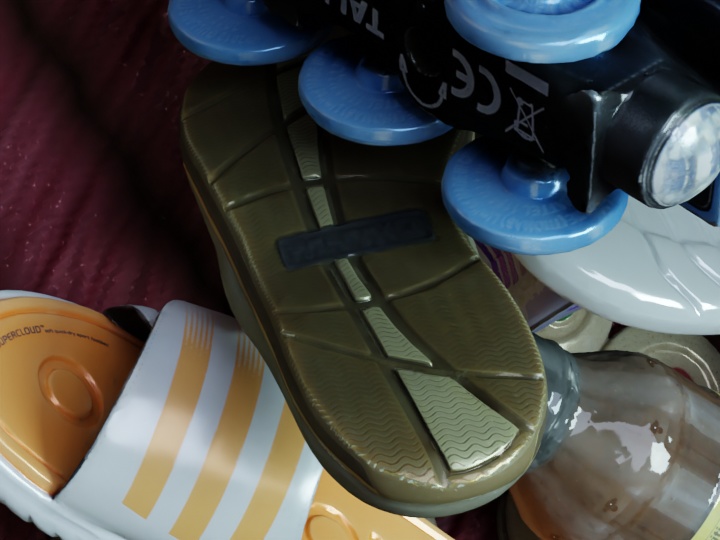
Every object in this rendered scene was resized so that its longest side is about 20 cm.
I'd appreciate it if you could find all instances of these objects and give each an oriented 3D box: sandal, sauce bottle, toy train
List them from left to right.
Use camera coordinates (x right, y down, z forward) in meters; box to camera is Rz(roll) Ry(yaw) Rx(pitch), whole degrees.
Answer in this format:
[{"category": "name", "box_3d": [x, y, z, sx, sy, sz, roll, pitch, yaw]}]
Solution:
[{"category": "sandal", "box_3d": [-0.016, 0.053, 0.795, 0.207, 0.059, 0.079, 30, 37, -23]}, {"category": "sandal", "box_3d": [0.000, 0.000, 0.775, 0.080, 0.054, 0.200, -8, 41, -8]}, {"category": "toy train", "box_3d": [0.032, -0.083, 0.762, 0.114, 0.087, 0.200, -31, 49, -31]}, {"category": "sauce bottle", "box_3d": [0.088, 0.063, 0.850, 0.200, 0.065, 0.065, 32, 64, -26]}, {"category": "sandal", "box_3d": [0.110, -0.019, 0.841, 0.203, 0.050, 0.082, -22, 63, -44]}]

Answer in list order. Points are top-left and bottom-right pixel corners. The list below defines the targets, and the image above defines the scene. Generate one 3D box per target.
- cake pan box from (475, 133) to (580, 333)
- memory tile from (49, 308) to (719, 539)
[{"category": "cake pan box", "box_3d": [0.079, -0.097, 0.915, 0.200, 0.052, 0.184, -24, 82, -32]}, {"category": "memory tile", "box_3d": [0.014, 0.061, 0.866, 0.153, 0.017, 0.200, 41, 63, -8]}]
